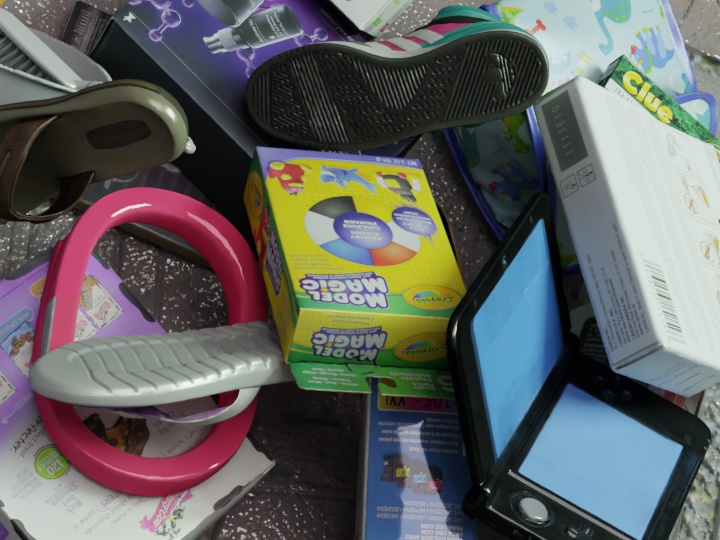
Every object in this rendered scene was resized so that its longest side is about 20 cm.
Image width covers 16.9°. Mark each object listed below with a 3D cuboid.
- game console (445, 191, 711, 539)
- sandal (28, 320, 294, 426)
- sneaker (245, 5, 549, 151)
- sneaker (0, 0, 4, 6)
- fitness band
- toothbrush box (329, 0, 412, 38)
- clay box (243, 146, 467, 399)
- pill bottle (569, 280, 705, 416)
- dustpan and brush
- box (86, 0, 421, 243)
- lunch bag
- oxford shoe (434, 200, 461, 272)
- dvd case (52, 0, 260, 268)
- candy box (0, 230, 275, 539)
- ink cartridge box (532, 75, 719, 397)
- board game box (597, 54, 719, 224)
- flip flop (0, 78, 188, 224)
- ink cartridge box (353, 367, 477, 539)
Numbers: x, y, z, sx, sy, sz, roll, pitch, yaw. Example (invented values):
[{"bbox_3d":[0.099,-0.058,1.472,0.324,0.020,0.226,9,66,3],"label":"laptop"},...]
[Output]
[{"bbox_3d":[0.137,0.073,1.479,0.175,0.117,0.200,29,34,7],"label":"game console"},{"bbox_3d":[-0.102,0.070,1.446,0.202,0.082,0.050,-6,111,-34],"label":"sandal"},{"bbox_3d":[0.029,-0.129,1.609,0.198,0.121,0.084,-5,98,8],"label":"sneaker"},{"bbox_3d":[-0.320,-0.244,1.614,0.199,0.077,0.079,25,60,-9],"label":"sneaker"},{"bbox_3d":[-0.129,0.043,1.503,0.143,0.037,0.201,19,58,-20],"label":"fitness band"},{"bbox_3d":[-0.036,-0.263,1.702,0.200,0.146,0.086,43,95,0],"label":"toothbrush box"},{"bbox_3d":[0.000,0.000,1.498,0.114,0.048,0.200,4,35,-17],"label":"clay box"},{"bbox_3d":[0.171,0.094,1.648,0.115,0.116,0.201,29,58,-9],"label":"pill bottle"},{"bbox_3d":[-0.191,-0.119,1.560,0.200,0.057,0.139,40,20,14],"label":"dustpan and brush"},{"bbox_3d":[-0.068,-0.122,1.651,0.200,0.079,0.141,44,58,0],"label":"box"},{"bbox_3d":[0.159,-0.104,1.744,0.169,0.127,0.201,-18,89,-33],"label":"lunch bag"},{"bbox_3d":[0.042,0.046,1.642,0.071,0.071,0.201,3,67,-26],"label":"oxford shoe"},{"bbox_3d":[-0.128,-0.085,1.660,0.199,0.016,0.149,24,57,-12],"label":"dvd case"},{"bbox_3d":[-0.181,0.103,1.510,0.168,0.072,0.200,-37,84,-34],"label":"candy box"},{"bbox_3d":[0.200,-0.013,1.585,0.173,0.043,0.201,21,47,-50],"label":"ink cartridge box"},{"bbox_3d":[0.229,-0.048,1.671,0.200,0.023,0.105,41,57,-10],"label":"board game box"},{"bbox_3d":[-0.197,-0.063,1.516,0.081,0.199,0.058,54,34,-37],"label":"flip flop"},{"bbox_3d":[0.033,0.168,1.518,0.076,0.137,0.201,5,74,-1],"label":"ink cartridge box"}]
